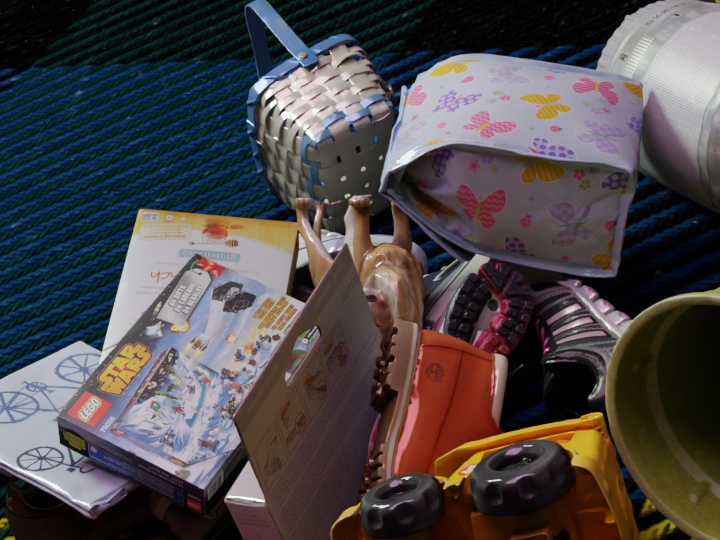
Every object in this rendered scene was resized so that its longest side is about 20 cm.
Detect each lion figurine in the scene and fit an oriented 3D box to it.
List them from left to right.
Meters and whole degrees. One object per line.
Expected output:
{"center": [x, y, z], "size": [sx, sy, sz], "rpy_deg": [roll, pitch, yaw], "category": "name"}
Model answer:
{"center": [0.000, 0.000, 1.801], "size": [0.072, 0.124, 0.200], "rpy_deg": [-4, 4, -17], "category": "lion figurine"}

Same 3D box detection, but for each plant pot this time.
{"center": [0.301, 0.069, 1.519], "size": [0.199, 0.202, 0.184], "rpy_deg": [6, 29, 38], "category": "plant pot"}

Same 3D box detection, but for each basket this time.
{"center": [-0.044, -0.141, 2.053], "size": [0.139, 0.177, 0.200], "rpy_deg": [-32, 51, -18], "category": "basket"}

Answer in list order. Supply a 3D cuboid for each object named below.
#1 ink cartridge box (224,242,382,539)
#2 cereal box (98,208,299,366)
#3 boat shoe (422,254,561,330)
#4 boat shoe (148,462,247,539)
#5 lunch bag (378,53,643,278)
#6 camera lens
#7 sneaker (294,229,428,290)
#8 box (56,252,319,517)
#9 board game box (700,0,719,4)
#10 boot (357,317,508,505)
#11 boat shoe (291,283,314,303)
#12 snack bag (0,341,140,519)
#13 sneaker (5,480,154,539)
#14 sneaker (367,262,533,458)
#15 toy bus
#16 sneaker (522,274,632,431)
{"center": [-0.040, 0.108, 1.648], "size": [0.044, 0.177, 0.200], "rpy_deg": [2, 40, 31], "category": "ink cartridge box"}
{"center": [-0.132, 0.035, 1.810], "size": [0.142, 0.040, 0.201], "rpy_deg": [5, 45, 3], "category": "cereal box"}
{"center": [0.091, 0.008, 1.831], "size": [0.092, 0.075, 0.200], "rpy_deg": [3, 35, 48], "category": "boat shoe"}
{"center": [-0.070, 0.156, 1.721], "size": [0.199, 0.072, 0.072], "rpy_deg": [-29, 61, -30], "category": "boat shoe"}
{"center": [0.121, -0.088, 1.759], "size": [0.198, 0.128, 0.170], "rpy_deg": [11, 31, 2], "category": "lunch bag"}
{"center": [0.308, -0.134, 1.830], "size": [0.159, 0.161, 0.200], "rpy_deg": [-31, 32, -16], "category": "camera lens"}
{"center": [-0.031, -0.008, 1.928], "size": [0.198, 0.073, 0.071], "rpy_deg": [-7, 37, 23], "category": "sneaker"}
{"center": [-0.126, 0.086, 1.706], "size": [0.136, 0.040, 0.200], "rpy_deg": [25, 51, 18], "category": "box"}
{"center": [0.359, -0.215, 1.936], "size": [0.064, 0.149, 0.200], "rpy_deg": [-29, 31, -18], "category": "board game box"}
{"center": [0.055, 0.142, 1.616], "size": [0.106, 0.075, 0.202], "rpy_deg": [14, 73, -10], "category": "boot"}
{"center": [-0.072, 0.052, 1.871], "size": [0.072, 0.068, 0.199], "rpy_deg": [-31, 49, -33], "category": "boat shoe"}
{"center": [-0.219, 0.126, 1.749], "size": [0.199, 0.022, 0.188], "rpy_deg": [22, 31, 31], "category": "snack bag"}
{"center": [-0.194, 0.161, 1.766], "size": [0.199, 0.076, 0.070], "rpy_deg": [-33, 33, -17], "category": "sneaker"}
{"center": [0.072, 0.092, 1.706], "size": [0.201, 0.080, 0.075], "rpy_deg": [-57, 1, -19], "category": "sneaker"}
{"center": [0.098, 0.173, 1.533], "size": [0.198, 0.137, 0.192], "rpy_deg": [-14, 19, 17], "category": "toy bus"}
{"center": [0.164, 0.068, 1.692], "size": [0.087, 0.074, 0.200], "rpy_deg": [-31, 34, -18], "category": "sneaker"}
